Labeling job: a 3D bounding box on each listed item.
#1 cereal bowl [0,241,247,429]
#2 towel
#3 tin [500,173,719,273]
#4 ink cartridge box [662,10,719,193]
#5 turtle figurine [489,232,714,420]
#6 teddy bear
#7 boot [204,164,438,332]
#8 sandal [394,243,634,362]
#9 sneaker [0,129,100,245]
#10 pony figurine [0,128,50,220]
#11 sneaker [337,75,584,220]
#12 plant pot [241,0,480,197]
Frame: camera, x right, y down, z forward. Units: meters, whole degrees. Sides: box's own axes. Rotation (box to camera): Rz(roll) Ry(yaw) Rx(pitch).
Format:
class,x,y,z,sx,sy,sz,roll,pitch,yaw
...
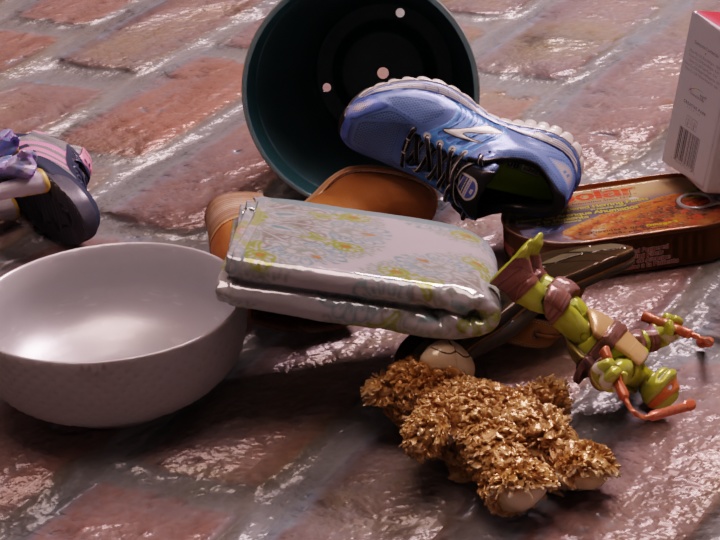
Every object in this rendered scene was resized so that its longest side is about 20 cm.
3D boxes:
class,x,y,z,sx,sy,sz,roll,pitch,yaw
cereal bowl,-0.178,0.057,1.592,0.200,0.083,0.200,-4,24,2
towel,0.000,0.000,1.576,0.200,0.048,0.171,8,18,0
tin,0.212,-0.036,1.778,0.200,0.042,0.112,-8,29,-7
ink cartridge box,0.366,-0.154,1.794,0.200,0.176,0.084,2,22,-21
turtle figurine,0.168,0.045,1.538,0.161,0.064,0.200,42,26,8
teddy bear,0.085,0.099,1.474,0.145,0.067,0.200,-8,25,-13
boot,-0.018,-0.016,1.736,0.200,0.077,0.155,-1,30,-17
sandal,0.117,0.038,1.623,0.200,0.055,0.082,-33,21,-21
sneaker,-0.260,-0.082,1.916,0.082,0.070,0.200,-21,31,-26
pony figurine,-0.362,-0.051,1.811,0.200,0.167,0.193,-22,-2,-26
sneaker,0.079,-0.092,1.756,0.200,0.079,0.089,14,34,1
plant pot,0.012,-0.166,1.923,0.200,0.200,0.188,-1,11,8
